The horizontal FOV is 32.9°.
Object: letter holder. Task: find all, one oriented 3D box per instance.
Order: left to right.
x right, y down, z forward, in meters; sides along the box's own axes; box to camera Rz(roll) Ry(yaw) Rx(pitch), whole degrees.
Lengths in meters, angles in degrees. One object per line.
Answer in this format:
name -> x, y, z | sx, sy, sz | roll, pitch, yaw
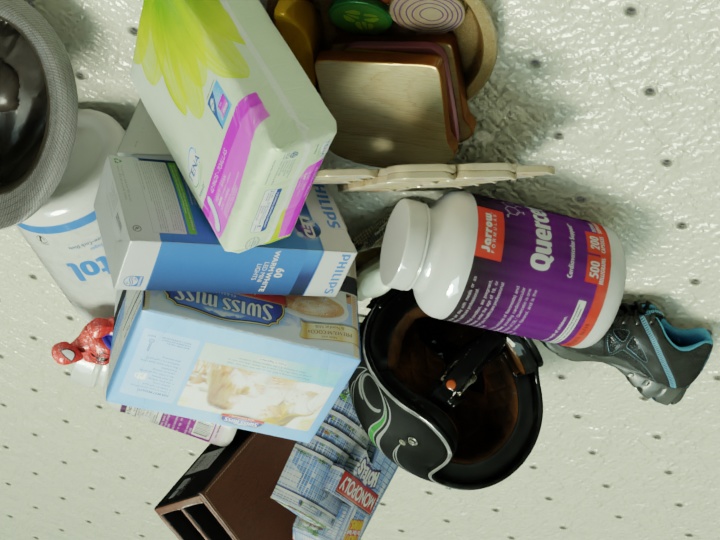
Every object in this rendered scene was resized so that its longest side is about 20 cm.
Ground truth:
letter holder -> -0.120, 0.261, 1.457 | 0.100, 0.200, 0.143 | -25, 107, 44

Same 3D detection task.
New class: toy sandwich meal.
toy sandwich meal -> 0.012, -0.164, 0.943 | 0.203, 0.071, 0.206 | 11, 146, 7

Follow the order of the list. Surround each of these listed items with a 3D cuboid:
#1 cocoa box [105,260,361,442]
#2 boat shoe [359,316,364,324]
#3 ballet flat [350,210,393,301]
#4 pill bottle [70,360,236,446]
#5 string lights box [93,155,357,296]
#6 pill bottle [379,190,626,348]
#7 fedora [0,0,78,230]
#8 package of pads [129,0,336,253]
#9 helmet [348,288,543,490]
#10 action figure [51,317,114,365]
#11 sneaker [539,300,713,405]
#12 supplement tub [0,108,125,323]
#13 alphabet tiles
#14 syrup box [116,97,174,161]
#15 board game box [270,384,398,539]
cocoa box -> -0.114, 0.051, 1.095 | 0.198, 0.132, 0.134 | 14, 133, -18
boat shoe -> 0.032, 0.103, 1.325 | 0.198, 0.062, 0.073 | 15, 146, 2
ballet flat -> 0.000, 0.000, 1.179 | 0.068, 0.076, 0.199 | 32, 143, -25
pill bottle -> -0.228, 0.121, 1.413 | 0.199, 0.113, 0.112 | 21, 146, -7
string lights box -> -0.113, -0.036, 1.023 | 0.198, 0.103, 0.059 | 3, 134, -28
pill bottle -> 0.122, -0.004, 1.064 | 0.198, 0.113, 0.113 | 12, 148, -15
fedora -> -0.318, -0.141, 1.044 | 0.175, 0.090, 0.202 | 6, 103, 4
package of pads -> -0.105, -0.131, 0.947 | 0.068, 0.201, 0.155 | -20, 158, -28
helmet -> 0.083, 0.114, 1.204 | 0.198, 0.201, 0.191 | 8, 152, 11
action figure -> -0.200, 0.070, 1.185 | 0.198, 0.052, 0.066 | -3, 145, -25
sneaker -> 0.246, 0.054, 1.179 | 0.199, 0.073, 0.082 | 23, 124, -14
supplement tub -> -0.250, -0.044, 1.170 | 0.131, 0.133, 0.201 | 2, 144, 19
alphabet tiles -> 0.048, -0.074, 0.995 | 0.194, 0.015, 0.200 | -3, -179, -15
syrup box -> -0.148, -0.070, 1.135 | 0.081, 0.079, 0.201 | 3, 144, 17
board game box -> -0.025, 0.241, 1.377 | 0.061, 0.201, 0.200 | 18, 165, 23
